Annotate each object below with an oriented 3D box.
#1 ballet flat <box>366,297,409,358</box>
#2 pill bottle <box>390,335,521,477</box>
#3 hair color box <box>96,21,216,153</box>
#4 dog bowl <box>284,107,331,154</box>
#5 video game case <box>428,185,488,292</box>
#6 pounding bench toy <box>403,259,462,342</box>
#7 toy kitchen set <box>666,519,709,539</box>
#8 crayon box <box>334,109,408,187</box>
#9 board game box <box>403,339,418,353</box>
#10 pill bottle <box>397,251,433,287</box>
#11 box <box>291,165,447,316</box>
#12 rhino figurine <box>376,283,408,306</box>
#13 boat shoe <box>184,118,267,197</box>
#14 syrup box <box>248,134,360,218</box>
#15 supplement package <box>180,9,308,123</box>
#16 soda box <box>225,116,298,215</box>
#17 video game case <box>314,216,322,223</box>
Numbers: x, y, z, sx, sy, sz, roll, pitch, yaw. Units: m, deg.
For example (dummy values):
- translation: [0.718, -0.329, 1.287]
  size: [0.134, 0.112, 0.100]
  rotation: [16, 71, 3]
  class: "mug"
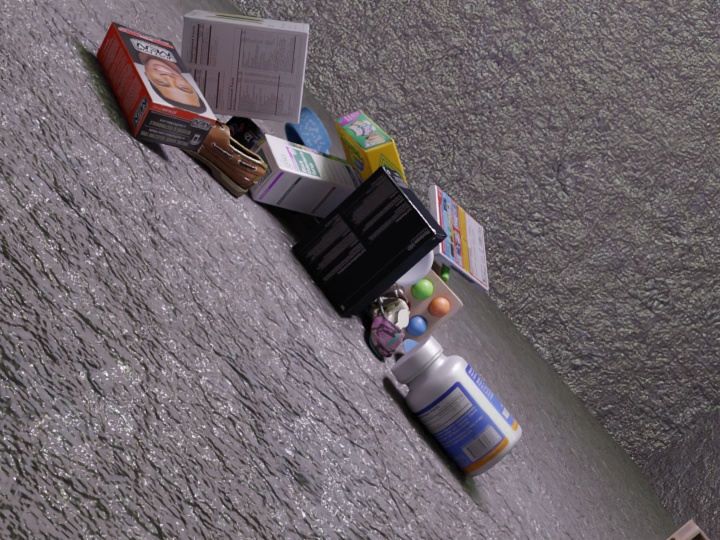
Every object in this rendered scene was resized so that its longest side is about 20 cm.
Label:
- translation: [0.048, 0.082, 1.600]
  size: [0.069, 0.071, 0.200]
  rotation: [54, 8, -16]
  class: "ballet flat"
- translation: [0.139, 0.200, 1.450]
  size: [0.200, 0.112, 0.112]
  rotation: [50, 10, 0]
  class: "pill bottle"
- translation: [-0.282, -0.251, 1.322]
  size: [0.101, 0.061, 0.200]
  rotation: [10, 36, -42]
  class: "hair color box"
- translation: [-0.089, -0.212, 1.851]
  size: [0.111, 0.049, 0.201]
  rotation: [39, -27, 52]
  class: "dog bowl"
- translation: [0.186, -0.057, 1.823]
  size: [0.200, 0.017, 0.144]
  rotation: [34, 47, -51]
  class: "video game case"
- translation: [0.123, 0.015, 1.809]
  size: [0.124, 0.200, 0.156]
  rotation: [45, 10, -30]
  class: "pounding bench toy"
- translation: [0.630, 0.595, 1.962]
  size: [0.163, 0.180, 0.200]
  rotation: [48, 6, -4]
  class: "toy kitchen set"
- translation: [0.026, -0.165, 1.660]
  size: [0.200, 0.058, 0.173]
  rotation: [-126, -166, -62]
  class: "crayon box"
- translation: [0.132, 0.202, 1.641]
  size: [0.200, 0.039, 0.158]
  rotation: [49, 13, 24]
  class: "board game box"
- translation: [0.052, -0.057, 1.753]
  size: [0.106, 0.106, 0.200]
  rotation: [44, 6, -29]
  class: "pill bottle"
- translation: [0.014, -0.044, 1.526]
  size: [0.141, 0.200, 0.079]
  rotation: [53, 15, 15]
  class: "box"
- translation: [0.000, 0.000, 1.619]
  size: [0.200, 0.060, 0.087]
  rotation: [37, 18, 18]
  class: "rhino figurine"
- translation: [-0.223, -0.197, 1.438]
  size: [0.200, 0.068, 0.072]
  rotation: [41, 15, -36]
  class: "boat shoe"
- translation: [-0.097, -0.153, 1.624]
  size: [0.199, 0.081, 0.079]
  rotation: [13, 41, -46]
  class: "syrup box"
- translation: [-0.192, -0.342, 1.611]
  size: [0.199, 0.151, 0.152]
  rotation: [6, 18, -5]
  class: "supplement package"
- translation: [-0.161, -0.186, 1.693]
  size: [0.200, 0.063, 0.071]
  rotation: [42, 12, -40]
  class: "soda box"
- translation: [-0.067, -0.118, 1.819]
  size: [0.200, 0.018, 0.143]
  rotation: [55, -16, 24]
  class: "video game case"
